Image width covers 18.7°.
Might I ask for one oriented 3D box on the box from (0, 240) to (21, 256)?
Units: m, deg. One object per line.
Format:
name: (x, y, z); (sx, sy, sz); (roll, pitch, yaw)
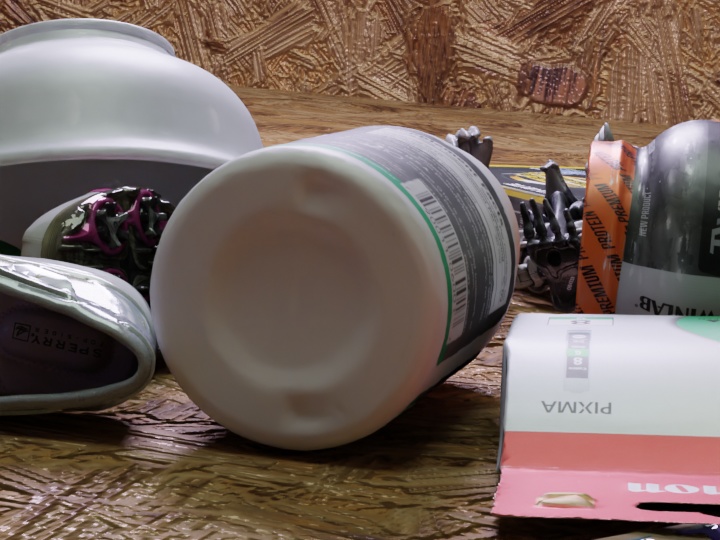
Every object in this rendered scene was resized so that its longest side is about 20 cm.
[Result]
box: (-0.253, 0.003, 0.970); (0.199, 0.049, 0.117); (1, 7, -4)

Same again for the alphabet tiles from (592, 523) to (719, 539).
alphabet tiles: (0.146, 0.098, 0.640); (0.200, 0.008, 0.167); (-3, 10, -42)

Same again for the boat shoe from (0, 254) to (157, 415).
boat shoe: (-0.175, 0.019, 0.807); (0.201, 0.075, 0.065); (10, 3, -7)

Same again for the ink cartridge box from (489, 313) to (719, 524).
ink cartridge box: (0.129, 0.050, 0.788); (0.160, 0.050, 0.200); (1, 5, 7)

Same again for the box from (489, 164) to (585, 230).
box: (0.143, -0.037, 1.445); (0.159, 0.050, 0.200); (2, 8, -24)

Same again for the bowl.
bowl: (-0.136, -0.063, 1.066); (0.200, 0.091, 0.201); (-4, -17, -1)

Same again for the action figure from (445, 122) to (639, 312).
action figure: (0.103, -0.032, 1.210); (0.118, 0.102, 0.200); (-6, 7, 16)

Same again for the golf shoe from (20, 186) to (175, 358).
golf shoe: (-0.112, 0.004, 0.969); (0.092, 0.073, 0.200); (-2, -4, 16)

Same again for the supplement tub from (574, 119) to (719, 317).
supplement tub: (0.194, 0.000, 0.944); (0.199, 0.123, 0.123); (5, 8, 6)

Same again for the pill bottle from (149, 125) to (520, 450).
pill bottle: (0.000, 0.000, 0.878); (0.113, 0.114, 0.200); (6, 8, 14)
